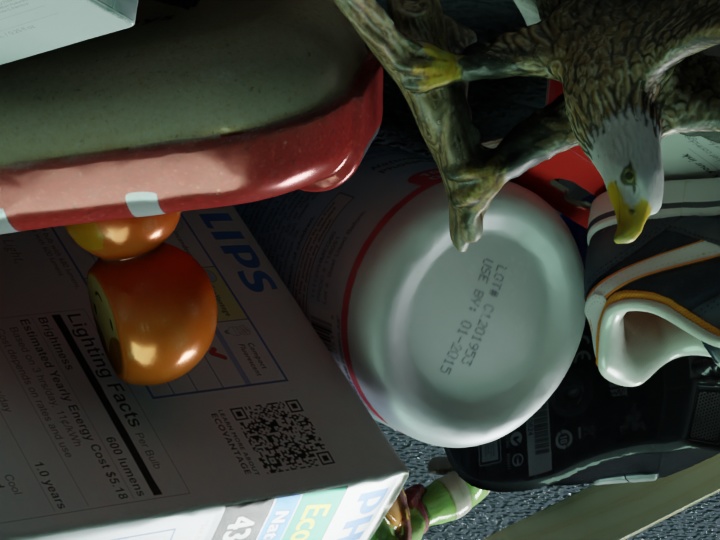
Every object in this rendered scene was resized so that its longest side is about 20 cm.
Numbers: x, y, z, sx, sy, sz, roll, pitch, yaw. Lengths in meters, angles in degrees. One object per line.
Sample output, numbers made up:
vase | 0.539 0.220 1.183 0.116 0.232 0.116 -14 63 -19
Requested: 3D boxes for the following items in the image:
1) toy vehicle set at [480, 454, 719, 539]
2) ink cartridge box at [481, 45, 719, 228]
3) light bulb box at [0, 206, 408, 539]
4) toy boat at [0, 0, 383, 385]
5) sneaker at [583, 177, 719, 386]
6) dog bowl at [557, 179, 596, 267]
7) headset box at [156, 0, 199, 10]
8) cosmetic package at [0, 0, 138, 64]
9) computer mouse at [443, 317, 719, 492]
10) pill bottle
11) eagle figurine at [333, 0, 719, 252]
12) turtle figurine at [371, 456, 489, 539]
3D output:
toy vehicle set | 0.097 0.118 1.137 0.199 0.027 0.124 -22 170 -29
ink cartridge box | 0.153 -0.071 0.972 0.199 0.068 0.116 -14 148 41
light bulb box | -0.125 0.061 0.977 0.199 0.199 0.125 -5 137 -38
toy boat | -0.086 -0.022 0.889 0.198 0.132 0.131 -7 -163 12
sneaker | 0.175 0.002 0.951 0.199 0.080 0.078 -12 149 37
dog bowl | 0.181 0.013 1.147 0.198 0.079 0.200 7 157 3
headset box | -0.107 -0.175 0.784 0.198 0.093 0.174 14 157 -14
cosmetic package | -0.186 -0.108 0.781 0.199 0.052 0.150 -10 155 40
computer mouse | 0.128 0.076 1.037 0.199 0.142 0.046 -20 155 29
pill bottle | 0.000 0.000 1.071 0.108 0.109 0.200 23 179 -32
eagle figurine | 0.109 -0.068 0.840 0.199 0.152 0.152 -15 166 21
turtle figurine | 0.015 0.060 1.237 0.143 0.194 0.201 0 129 -45
